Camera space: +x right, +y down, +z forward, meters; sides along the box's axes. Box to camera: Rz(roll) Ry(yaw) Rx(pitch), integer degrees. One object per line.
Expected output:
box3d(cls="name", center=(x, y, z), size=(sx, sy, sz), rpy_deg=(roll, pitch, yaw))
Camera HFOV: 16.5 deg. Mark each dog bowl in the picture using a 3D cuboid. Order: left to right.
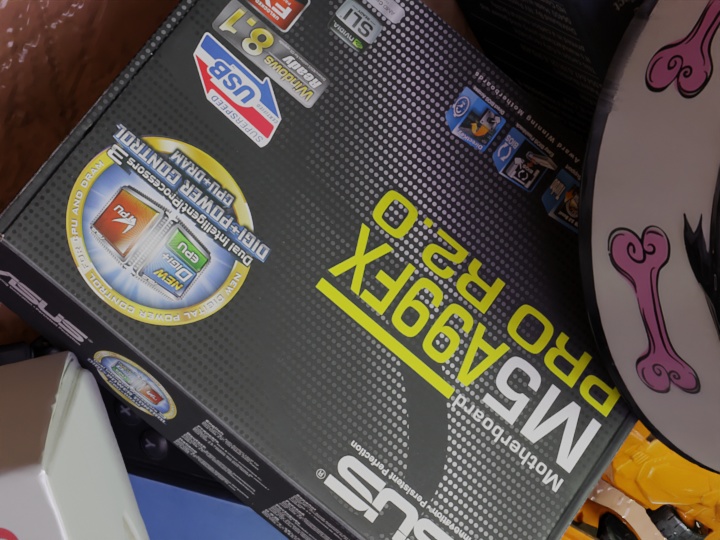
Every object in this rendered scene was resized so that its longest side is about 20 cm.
box3d(cls="dog bowl", center=(0.167, -0.022, 0.790), size=(0.200, 0.074, 0.200), rpy_deg=(-8, 104, -35))

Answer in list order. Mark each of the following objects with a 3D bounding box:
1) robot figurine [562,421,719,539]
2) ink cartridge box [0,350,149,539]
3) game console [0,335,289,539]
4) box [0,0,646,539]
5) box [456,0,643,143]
box3d(cls="robot figurine", center=(0.065, 0.064, 0.918), size=(0.145, 0.058, 0.200), rpy_deg=(-39, 128, 21))
box3d(cls="ink cartridge box", center=(-0.163, 0.124, 0.761), size=(0.200, 0.084, 0.145), rpy_deg=(-14, 112, 6))
box3d(cls="game console", center=(-0.102, 0.132, 0.830), size=(0.119, 0.172, 0.200), rpy_deg=(-37, 135, -58))
box3d(cls="box", center=(0.000, 0.000, 0.794), size=(0.200, 0.044, 0.160), rpy_deg=(41, 63, -7))
box3d(cls="box", center=(0.134, -0.088, 0.876), size=(0.148, 0.107, 0.200), rpy_deg=(-37, 123, -11))
